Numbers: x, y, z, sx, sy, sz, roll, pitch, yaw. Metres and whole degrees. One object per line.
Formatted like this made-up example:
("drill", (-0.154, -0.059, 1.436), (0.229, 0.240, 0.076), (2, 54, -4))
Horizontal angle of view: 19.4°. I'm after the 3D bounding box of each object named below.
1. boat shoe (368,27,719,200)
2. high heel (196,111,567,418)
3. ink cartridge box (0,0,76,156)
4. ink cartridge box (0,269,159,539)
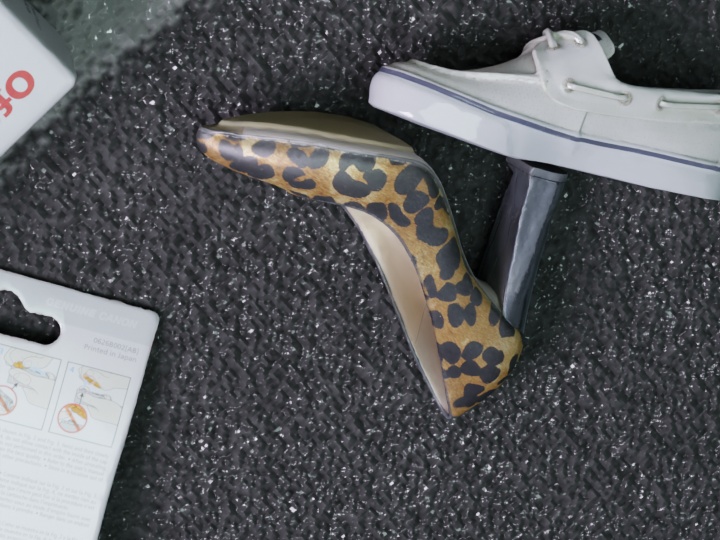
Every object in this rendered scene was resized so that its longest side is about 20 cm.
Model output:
("boat shoe", (0.101, -0.088, 1.047), (0.200, 0.071, 0.070), (12, 97, -19))
("high heel", (0.000, 0.000, 1.051), (0.200, 0.071, 0.143), (10, 105, -23))
("ink cartridge box", (-0.246, -0.113, 0.945), (0.147, 0.083, 0.200), (-44, 113, 4))
("ink cartridge box", (-0.207, 0.096, 1.064), (0.162, 0.050, 0.200), (16, 87, -18))
